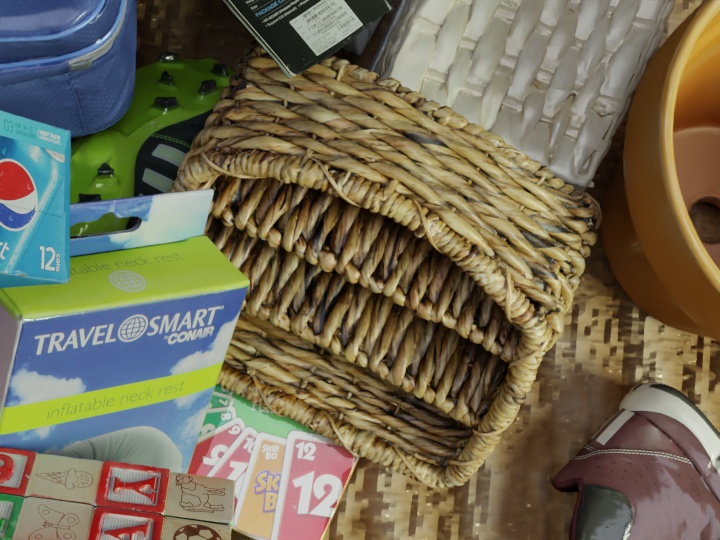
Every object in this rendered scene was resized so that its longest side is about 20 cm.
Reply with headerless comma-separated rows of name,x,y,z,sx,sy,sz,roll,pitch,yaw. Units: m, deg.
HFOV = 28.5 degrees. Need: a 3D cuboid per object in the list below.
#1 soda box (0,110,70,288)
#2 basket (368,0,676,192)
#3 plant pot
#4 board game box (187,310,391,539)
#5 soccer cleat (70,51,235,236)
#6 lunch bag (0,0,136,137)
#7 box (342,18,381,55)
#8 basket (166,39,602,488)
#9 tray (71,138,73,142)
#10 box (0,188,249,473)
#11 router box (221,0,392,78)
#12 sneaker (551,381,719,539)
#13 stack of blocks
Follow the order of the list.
soda box,-0.216,-0.023,0.576,0.200,0.068,0.064,-3,83,29
basket,0.088,-0.133,0.771,0.135,0.123,0.200,25,76,-1
plant pot,0.213,-0.038,0.730,0.200,0.183,0.200,2,80,-11
board game box,-0.029,0.048,0.770,0.095,0.030,0.200,25,74,-1
soccer cleat,-0.120,-0.048,0.737,0.067,0.081,0.200,15,38,12
lunch bag,-0.188,-0.138,0.640,0.200,0.132,0.136,-7,76,-3
box,-0.018,-0.236,0.811,0.144,0.036,0.200,26,75,13
basket,0.000,0.000,0.696,0.200,0.143,0.149,27,74,1
tray,-0.207,-0.041,0.716,0.107,0.022,0.200,47,44,5
box,-0.128,0.063,0.655,0.122,0.200,0.048,-10,41,-42
router box,-0.063,-0.206,0.663,0.062,0.150,0.200,-32,39,16
sneaker,0.179,0.166,0.751,0.115,0.076,0.200,-38,74,-8
stack of blocks,-0.126,0.179,0.628,0.115,0.059,0.200,9,120,-7
